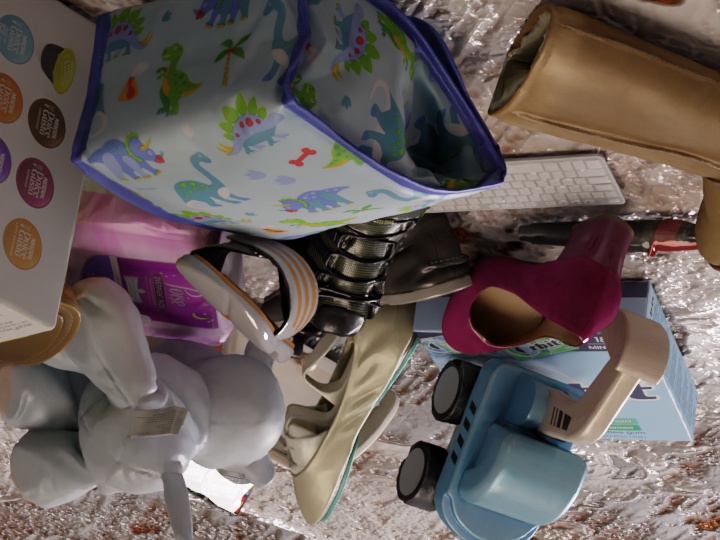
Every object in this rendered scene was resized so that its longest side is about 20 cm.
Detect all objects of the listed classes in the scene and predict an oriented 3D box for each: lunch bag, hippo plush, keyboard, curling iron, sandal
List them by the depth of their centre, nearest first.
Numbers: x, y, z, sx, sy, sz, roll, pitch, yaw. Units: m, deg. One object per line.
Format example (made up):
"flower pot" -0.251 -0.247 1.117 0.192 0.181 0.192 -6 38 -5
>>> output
"lunch bag" -0.036 -0.084 1.426 0.169 0.128 0.200 -11 148 37
"sandal" -0.062 0.009 1.537 0.079 0.059 0.207 44 179 8
"keyboard" 0.070 -0.055 1.600 0.199 0.011 0.056 -2 154 23
"hippo plush" -0.125 0.074 1.606 0.199 0.160 0.160 6 -167 44
"curling iron" 0.201 -0.017 1.620 0.199 0.026 0.050 2 154 15

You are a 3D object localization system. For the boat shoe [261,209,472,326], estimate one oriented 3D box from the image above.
"boat shoe" 0.000 0.000 1.711 0.067 0.057 0.200 -14 -179 -43

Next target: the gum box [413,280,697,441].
"gum box" 0.147 0.068 1.809 0.169 0.045 0.200 1 154 18

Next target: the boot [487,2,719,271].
"boot" 0.169 -0.078 1.455 0.199 0.066 0.175 14 144 -14

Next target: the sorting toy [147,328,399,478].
"sorting toy" -0.106 0.092 1.924 0.180 0.107 0.200 13 166 46

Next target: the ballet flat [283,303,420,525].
"ballet flat" -0.021 0.098 1.819 0.069 0.070 0.201 17 115 -19

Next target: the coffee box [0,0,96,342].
"coffee box" -0.295 -0.073 1.449 0.199 0.201 0.197 -13 148 40

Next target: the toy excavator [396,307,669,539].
"toy excavator" 0.131 0.111 1.712 0.100 0.195 0.200 21 -178 -24

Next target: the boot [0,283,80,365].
"boot" -0.239 -0.018 1.562 0.073 0.156 0.200 22 155 -37

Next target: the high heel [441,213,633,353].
"high heel" 0.102 0.035 1.634 0.067 0.096 0.200 34 144 -12

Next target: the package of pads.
"package of pads" -0.139 -0.024 1.607 0.120 0.076 0.200 9 157 4

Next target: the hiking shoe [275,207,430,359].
"hiking shoe" 0.002 -0.010 1.585 0.075 0.101 0.200 6 157 -20

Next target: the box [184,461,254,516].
"box" -0.185 0.109 1.829 0.199 0.040 0.137 27 175 29
